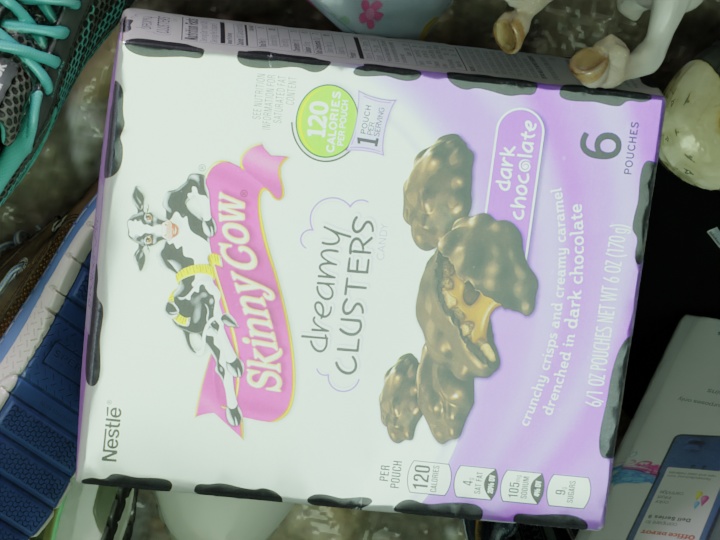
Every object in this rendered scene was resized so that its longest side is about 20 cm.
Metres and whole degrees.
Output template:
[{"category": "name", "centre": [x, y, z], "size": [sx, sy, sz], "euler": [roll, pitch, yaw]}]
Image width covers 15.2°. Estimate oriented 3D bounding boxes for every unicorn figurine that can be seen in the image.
[{"category": "unicorn figurine", "centre": [0.099, -0.130, 0.971], "size": [0.137, 0.074, 0.200], "euler": [-39, 148, -33]}]

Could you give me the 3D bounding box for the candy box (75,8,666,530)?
[{"category": "candy box", "centre": [0.000, 0.000, 0.998], "size": [0.199, 0.072, 0.169], "euler": [5, 105, -5]}]

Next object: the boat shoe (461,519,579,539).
[{"category": "boat shoe", "centre": [0.088, 0.165, 1.161], "size": [0.071, 0.091, 0.201], "euler": [-20, 113, 3]}]

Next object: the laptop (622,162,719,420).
[{"category": "laptop", "centre": [0.184, -0.028, 1.134], "size": [0.200, 0.116, 0.187], "euler": [-25, 116, 37]}]

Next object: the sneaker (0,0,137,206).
[{"category": "sneaker", "centre": [-0.131, -0.085, 1.035], "size": [0.077, 0.091, 0.200], "euler": [23, 109, -15]}]

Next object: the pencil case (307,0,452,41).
[{"category": "pencil case", "centre": [0.047, -0.174, 1.020], "size": [0.200, 0.083, 0.091], "euler": [-46, 135, 13]}]

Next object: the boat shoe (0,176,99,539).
[{"category": "boat shoe", "centre": [-0.123, 0.015, 1.080], "size": [0.200, 0.072, 0.072], "euler": [-55, 133, -11]}]

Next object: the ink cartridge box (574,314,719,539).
[{"category": "ink cartridge box", "centre": [0.140, 0.139, 1.073], "size": [0.087, 0.200, 0.146], "euler": [11, 133, 23]}]

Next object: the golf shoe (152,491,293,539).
[{"category": "golf shoe", "centre": [-0.037, 0.044, 1.096], "size": [0.078, 0.097, 0.201], "euler": [14, 112, -13]}]

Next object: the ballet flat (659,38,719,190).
[{"category": "ballet flat", "centre": [0.201, -0.072, 1.046], "size": [0.199, 0.057, 0.067], "euler": [-13, 98, -25]}]

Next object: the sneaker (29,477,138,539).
[{"category": "sneaker", "centre": [-0.156, 0.138, 1.092], "size": [0.088, 0.200, 0.077], "euler": [15, 139, 9]}]
